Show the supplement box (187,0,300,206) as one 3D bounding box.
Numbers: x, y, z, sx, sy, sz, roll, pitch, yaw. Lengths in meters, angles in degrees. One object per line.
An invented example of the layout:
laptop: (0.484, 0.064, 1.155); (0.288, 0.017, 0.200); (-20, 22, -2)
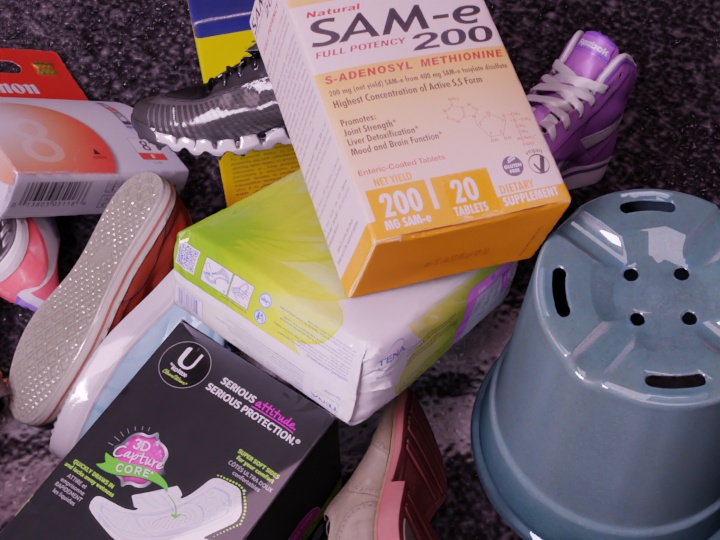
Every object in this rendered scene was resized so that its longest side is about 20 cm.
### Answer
supplement box: (-0.066, -0.158, 0.942); (0.108, 0.201, 0.110); (-10, 55, -5)

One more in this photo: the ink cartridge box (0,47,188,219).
ink cartridge box: (-0.246, -0.125, 0.968); (0.161, 0.050, 0.201); (-6, 52, -48)

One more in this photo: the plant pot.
plant pot: (0.174, 0.065, 0.796); (0.198, 0.197, 0.202); (0, 58, 1)

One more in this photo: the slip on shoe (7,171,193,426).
slip on shoe: (-0.183, 0.026, 0.904); (0.074, 0.061, 0.201); (19, 73, 40)

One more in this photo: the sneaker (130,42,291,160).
sneaker: (-0.058, -0.126, 0.840); (0.198, 0.091, 0.067); (-1, 24, 5)

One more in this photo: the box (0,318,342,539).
box: (-0.114, 0.164, 0.766); (0.124, 0.149, 0.200); (30, 63, 18)

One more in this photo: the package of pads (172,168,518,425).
package of pads: (0.000, 0.000, 0.797); (0.154, 0.069, 0.200); (32, 39, 22)

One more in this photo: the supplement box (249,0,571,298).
supplement box: (0.024, -0.098, 0.741); (0.125, 0.074, 0.201); (-12, 67, -20)

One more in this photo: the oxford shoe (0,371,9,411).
oxford shoe: (-0.287, 0.073, 0.892); (0.072, 0.071, 0.202); (14, 53, -21)

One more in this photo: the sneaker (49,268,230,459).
sneaker: (-0.131, 0.065, 0.879); (0.082, 0.074, 0.200); (36, 72, 9)

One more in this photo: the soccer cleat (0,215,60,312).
soccer cleat: (-0.267, -0.046, 0.966); (0.068, 0.073, 0.201); (-33, 41, 10)

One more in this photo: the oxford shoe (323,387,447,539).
oxford shoe: (0.009, 0.139, 0.797); (0.074, 0.071, 0.200); (-22, 16, 16)

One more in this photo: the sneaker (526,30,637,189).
sneaker: (0.121, -0.106, 0.839); (0.072, 0.115, 0.200); (33, 34, 21)
